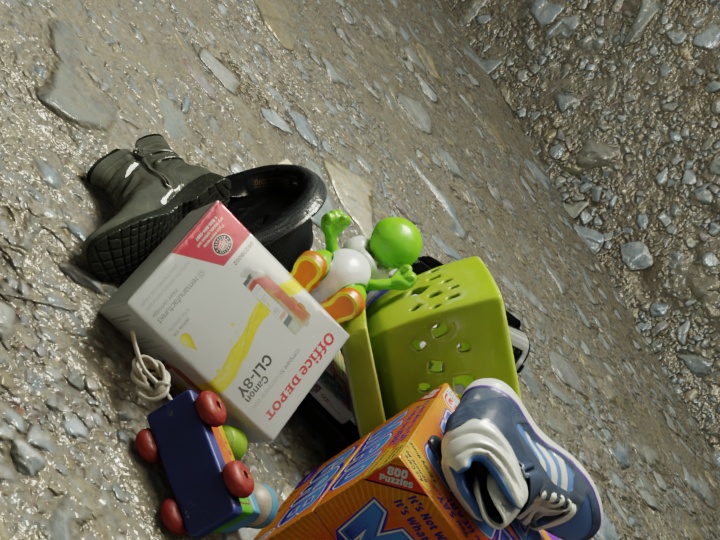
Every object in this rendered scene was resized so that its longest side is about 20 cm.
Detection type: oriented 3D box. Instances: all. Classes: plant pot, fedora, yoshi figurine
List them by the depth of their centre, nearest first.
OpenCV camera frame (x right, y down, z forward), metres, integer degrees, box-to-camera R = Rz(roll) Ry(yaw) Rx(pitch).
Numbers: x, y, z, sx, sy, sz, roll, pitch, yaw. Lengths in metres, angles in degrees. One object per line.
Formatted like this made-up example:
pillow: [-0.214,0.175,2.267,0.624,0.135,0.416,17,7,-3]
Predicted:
yoshi figurine: [0.006,-0.013,1.221,0.200,0.112,0.113,-35,127,-62]
fedora: [-0.125,-0.038,1.236,0.201,0.200,0.092,-91,165,-57]
plant pot: [0.076,0.111,1.238,0.200,0.181,0.199,-99,178,-78]

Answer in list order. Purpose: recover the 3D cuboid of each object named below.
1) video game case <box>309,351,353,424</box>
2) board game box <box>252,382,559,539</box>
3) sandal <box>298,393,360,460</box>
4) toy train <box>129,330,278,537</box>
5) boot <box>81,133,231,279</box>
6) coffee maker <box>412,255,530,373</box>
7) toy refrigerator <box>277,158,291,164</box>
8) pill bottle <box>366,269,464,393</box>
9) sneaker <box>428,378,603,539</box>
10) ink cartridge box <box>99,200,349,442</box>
video game case: [-0.077,0.073,1.306,0.182,0.024,0.200,47,11,-17]
board game box: [0.044,0.268,1.055,0.200,0.200,0.200,54,21,-1]
sandal: [-0.013,0.216,1.245,0.200,0.048,0.075,48,15,25]
toy train: [-0.146,0.149,1.016,0.200,0.085,0.116,64,13,26]
boot: [-0.245,-0.071,1.160,0.131,0.068,0.200,30,43,24]
coffee maker: [0.146,0.066,1.682,0.200,0.135,0.192,35,27,-41]
toy refrigerator: [-0.129,-0.078,1.403,0.070,0.076,0.200,52,20,-4]
pill bottle: [0.071,0.091,1.448,0.111,0.111,0.200,39,9,-34]
sneaker: [0.142,0.206,0.986,0.200,0.081,0.146,53,29,-13]
ink cartridge box: [-0.130,0.054,1.088,0.200,0.083,0.145,47,62,-18]
